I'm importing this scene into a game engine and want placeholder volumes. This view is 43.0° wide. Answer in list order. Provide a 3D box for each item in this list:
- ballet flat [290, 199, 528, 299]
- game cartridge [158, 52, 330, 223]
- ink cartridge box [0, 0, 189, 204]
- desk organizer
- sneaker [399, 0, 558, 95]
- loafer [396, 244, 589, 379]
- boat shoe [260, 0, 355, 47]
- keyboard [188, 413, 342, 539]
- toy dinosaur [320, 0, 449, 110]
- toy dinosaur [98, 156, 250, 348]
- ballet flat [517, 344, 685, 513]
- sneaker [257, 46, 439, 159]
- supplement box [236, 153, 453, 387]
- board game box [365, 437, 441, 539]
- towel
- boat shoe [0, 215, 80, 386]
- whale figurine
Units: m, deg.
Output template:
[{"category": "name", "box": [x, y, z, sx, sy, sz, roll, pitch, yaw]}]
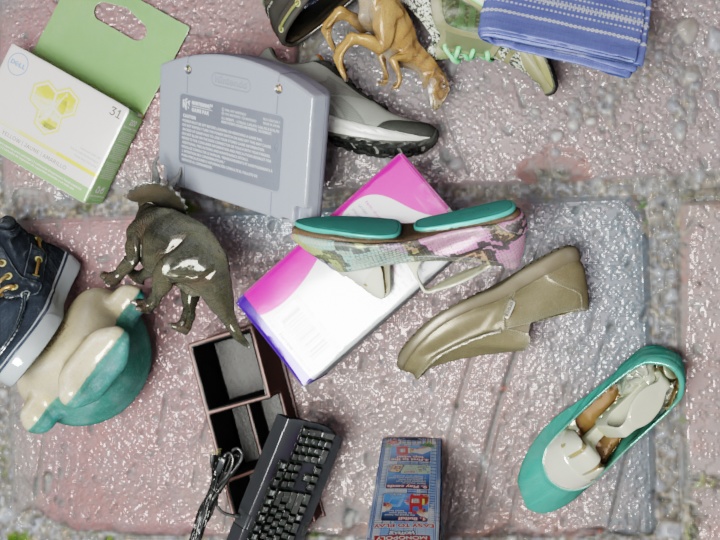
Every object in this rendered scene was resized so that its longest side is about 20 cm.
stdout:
[{"category": "ballet flat", "box": [0.041, -0.014, 0.762, 0.197, 0.069, 0.072, -4, 108, 6]}, {"category": "game cartridge", "box": [-0.109, -0.128, 0.835, 0.198, 0.040, 0.135, 19, 116, 35]}, {"category": "ink cartridge box", "box": [-0.279, -0.188, 0.909, 0.144, 0.048, 0.202, 29, 96, 7]}, {"category": "desk organizer", "box": [-0.099, 0.153, 0.867, 0.071, 0.077, 0.203, -16, 88, 7]}, {"category": "sneaker", "box": [0.100, -0.221, 0.856, 0.200, 0.077, 0.089, 45, 107, 11]}, {"category": "loafer", "box": [0.125, 0.050, 0.840, 0.199, 0.076, 0.068, -32, 80, 6]}, {"category": "boat shoe", "box": [-0.007, -0.281, 0.841, 0.200, 0.071, 0.061, -29, 76, 30]}, {"category": "keyboard", "box": [-0.096, 0.223, 0.814, 0.126, 0.021, 0.202, 20, 93, -34]}, {"category": "toy dinosaur", "box": [0.014, -0.231, 0.821, 0.105, 0.061, 0.201, -27, 123, 10]}, {"category": "toy dinosaur", "box": [-0.164, -0.011, 0.810, 0.200, 0.077, 0.103, 43, 104, 28]}, {"category": "ballet flat", "box": [0.217, 0.146, 0.830, 0.067, 0.070, 0.200, 44, 95, 5]}, {"category": "sneaker", "box": [-0.019, -0.158, 0.863, 0.198, 0.074, 0.080, 18, 87, 7]}, {"category": "supplement box", "box": [0.000, 0.000, 0.844, 0.200, 0.103, 0.101, -41, 84, 6]}, {"category": "board game box", "box": [0.041, 0.262, 0.787, 0.061, 0.200, 0.203, -1, 89, 6]}, {"category": "towel", "box": [0.190, -0.262, 0.816, 0.143, 0.024, 0.202, 14, 61, 6]}, {"category": "boat shoe", "box": [-0.321, 0.024, 0.830, 0.091, 0.201, 0.071, 38, 106, -22]}, {"category": "whale figurine", "box": [-0.238, 0.089, 0.832, 0.104, 0.199, 0.160, 42, 74, -19]}]
